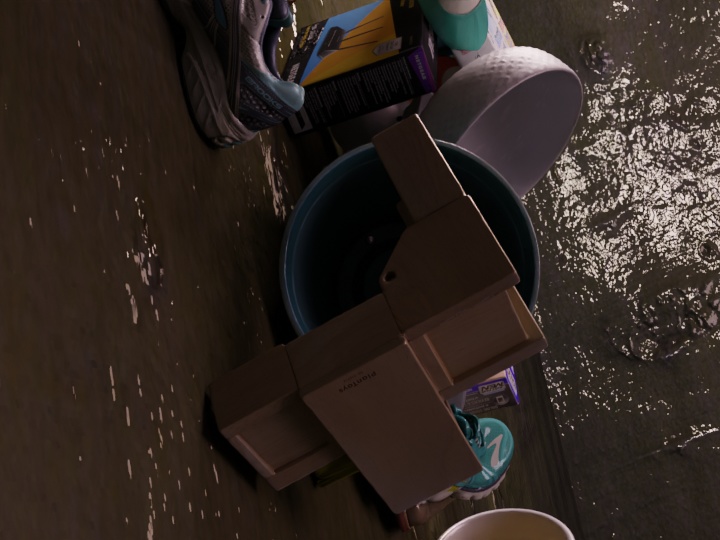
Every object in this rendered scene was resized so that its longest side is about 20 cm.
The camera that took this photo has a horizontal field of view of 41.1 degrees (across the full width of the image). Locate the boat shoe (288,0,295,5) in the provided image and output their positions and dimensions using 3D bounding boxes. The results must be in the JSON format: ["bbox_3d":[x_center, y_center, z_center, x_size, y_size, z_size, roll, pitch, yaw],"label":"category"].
[{"bbox_3d":[-0.080,-0.255,0.853,0.200,0.067,0.073,-65,137,-69],"label":"boat shoe"}]

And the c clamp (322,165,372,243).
[{"bbox_3d":[0.000,0.000,0.994,0.171,0.027,0.202,6,68,-81],"label":"c clamp"}]

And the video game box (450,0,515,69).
[{"bbox_3d":[0.111,-0.290,1.046,0.183,0.046,0.200,61,20,-16],"label":"video game box"}]

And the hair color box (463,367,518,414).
[{"bbox_3d":[0.132,0.088,1.228,0.201,0.108,0.065,-92,160,-44],"label":"hair color box"}]

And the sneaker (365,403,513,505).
[{"bbox_3d":[0.088,0.165,0.884,0.199,0.080,0.078,-1,40,-52],"label":"sneaker"}]

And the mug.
[{"bbox_3d":[0.142,0.361,0.997,0.149,0.185,0.155,28,-48,63],"label":"mug"}]

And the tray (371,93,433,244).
[{"bbox_3d":[0.046,-0.082,0.986,0.107,0.022,0.202,7,98,-69],"label":"tray"}]

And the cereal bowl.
[{"bbox_3d":[0.116,-0.135,0.933,0.083,0.200,0.200,47,1,27],"label":"cereal bowl"}]

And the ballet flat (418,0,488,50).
[{"bbox_3d":[0.077,-0.301,0.900,0.202,0.067,0.070,68,-13,-13],"label":"ballet flat"}]

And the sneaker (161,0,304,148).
[{"bbox_3d":[-0.094,-0.197,0.703,0.078,0.086,0.202,-41,115,-75],"label":"sneaker"}]

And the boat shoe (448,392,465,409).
[{"bbox_3d":[0.073,0.080,1.048,0.086,0.074,0.204,-81,166,-70],"label":"boat shoe"}]

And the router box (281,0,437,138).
[{"bbox_3d":[0.002,-0.215,0.966,0.201,0.148,0.051,-83,154,-58],"label":"router box"}]

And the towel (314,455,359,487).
[{"bbox_3d":[0.020,0.121,0.809,0.018,0.086,0.200,59,16,-4],"label":"towel"}]

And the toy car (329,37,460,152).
[{"bbox_3d":[0.039,-0.177,1.066,0.200,0.176,0.186,-1,70,-63],"label":"toy car"}]

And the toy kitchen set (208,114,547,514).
[{"bbox_3d":[0.010,0.044,0.672,0.164,0.199,0.181,58,5,-44],"label":"toy kitchen set"}]

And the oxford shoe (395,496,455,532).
[{"bbox_3d":[0.074,0.201,0.952,0.200,0.074,0.071,-27,103,-75],"label":"oxford shoe"}]

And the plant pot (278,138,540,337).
[{"bbox_3d":[0.037,0.008,0.818,0.188,0.198,0.202,88,-12,-83],"label":"plant pot"}]
